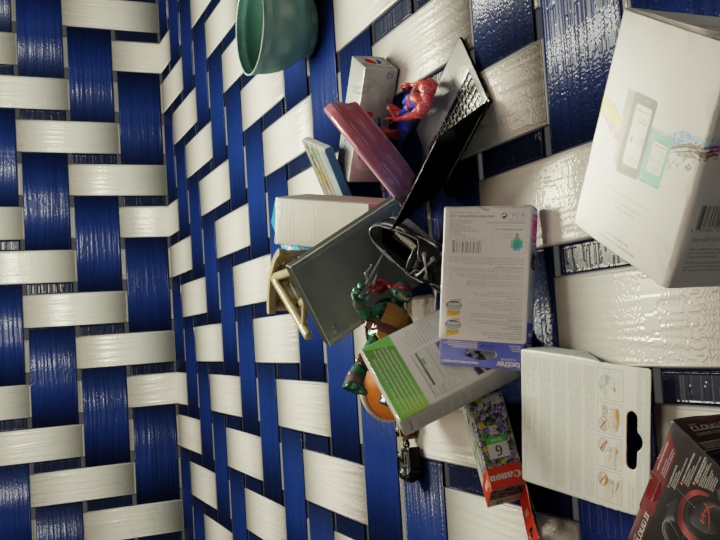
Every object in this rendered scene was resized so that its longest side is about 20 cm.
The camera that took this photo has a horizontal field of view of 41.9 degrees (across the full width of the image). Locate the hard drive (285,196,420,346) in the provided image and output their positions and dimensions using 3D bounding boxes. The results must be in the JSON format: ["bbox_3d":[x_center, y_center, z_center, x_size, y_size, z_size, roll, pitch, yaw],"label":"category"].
[{"bbox_3d":[0.000,0.000,1.425,0.141,0.198,0.033,63,163,-20],"label":"hard drive"}]

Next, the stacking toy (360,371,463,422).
[{"bbox_3d":[0.105,0.167,1.382,0.198,0.144,0.150,9,100,47],"label":"stacking toy"}]

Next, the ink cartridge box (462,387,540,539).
[{"bbox_3d":[0.179,0.257,1.215,0.109,0.049,0.204,79,179,-66],"label":"ink cartridge box"}]

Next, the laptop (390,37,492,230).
[{"bbox_3d":[0.095,-0.195,1.339,0.189,0.113,0.203,118,143,-48],"label":"laptop"}]

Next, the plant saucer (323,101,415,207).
[{"bbox_3d":[0.022,-0.191,1.480,0.051,0.201,0.201,-39,39,5],"label":"plant saucer"}]

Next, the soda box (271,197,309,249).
[{"bbox_3d":[-0.126,-0.067,1.937,0.202,0.063,0.069,-116,32,-44],"label":"soda box"}]

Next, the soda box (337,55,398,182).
[{"bbox_3d":[0.010,-0.256,1.600,0.068,0.062,0.204,-127,41,-54],"label":"soda box"}]

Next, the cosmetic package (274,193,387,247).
[{"bbox_3d":[-0.038,-0.081,1.571,0.197,0.106,0.093,10,102,34],"label":"cosmetic package"}]

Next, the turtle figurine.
[{"bbox_3d":[0.045,0.085,1.333,0.101,0.147,0.204,125,163,-78],"label":"turtle figurine"}]

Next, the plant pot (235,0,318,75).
[{"bbox_3d":[-0.164,-0.495,1.904,0.199,0.131,0.206,179,90,-67],"label":"plant pot"}]

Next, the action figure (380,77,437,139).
[{"bbox_3d":[0.074,-0.251,1.426,0.067,0.051,0.200,-68,13,-12],"label":"action figure"}]

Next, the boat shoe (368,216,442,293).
[{"bbox_3d":[0.093,-0.014,1.339,0.199,0.067,0.073,39,119,29],"label":"boat shoe"}]

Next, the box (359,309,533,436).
[{"bbox_3d":[0.113,0.115,1.229,0.145,0.197,0.037,-122,10,-48],"label":"box"}]

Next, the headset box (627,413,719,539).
[{"bbox_3d":[0.336,0.240,0.857,0.200,0.073,0.152,-128,42,-54],"label":"headset box"}]

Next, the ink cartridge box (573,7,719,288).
[{"bbox_3d":[0.303,-0.109,0.819,0.146,0.144,0.204,-132,46,-57],"label":"ink cartridge box"}]

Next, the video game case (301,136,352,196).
[{"bbox_3d":[-0.054,-0.167,1.711,0.145,0.018,0.200,67,171,-18],"label":"video game case"}]

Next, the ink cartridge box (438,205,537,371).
[{"bbox_3d":[0.162,0.021,1.194,0.117,0.042,0.205,2,85,25],"label":"ink cartridge box"}]

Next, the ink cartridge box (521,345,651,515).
[{"bbox_3d":[0.265,0.178,1.077,0.198,0.046,0.164,3,95,56],"label":"ink cartridge box"}]

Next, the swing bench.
[{"bbox_3d":[-0.035,0.026,1.562,0.199,0.195,0.133,-155,65,-63],"label":"swing bench"}]

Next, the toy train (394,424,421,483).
[{"bbox_3d":[0.074,0.242,1.530,0.046,0.033,0.205,-23,71,62],"label":"toy train"}]
